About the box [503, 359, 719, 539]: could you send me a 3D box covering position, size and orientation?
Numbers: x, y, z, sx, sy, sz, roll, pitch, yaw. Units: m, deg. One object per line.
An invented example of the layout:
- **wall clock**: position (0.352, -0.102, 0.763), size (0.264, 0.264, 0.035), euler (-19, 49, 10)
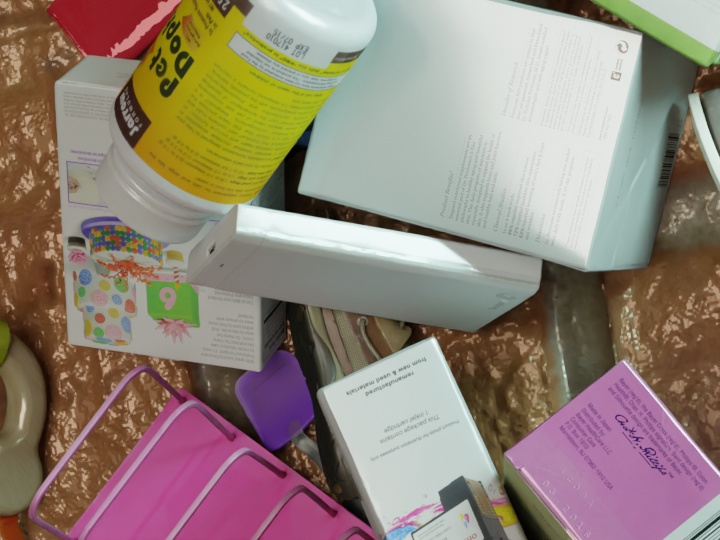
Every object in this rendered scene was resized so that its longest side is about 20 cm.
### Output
- **box**: position (0.178, 0.171, 1.522), size (0.097, 0.200, 0.176), euler (-37, 75, -8)

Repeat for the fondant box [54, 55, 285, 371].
- **fondant box**: position (-0.128, -0.039, 1.683), size (0.144, 0.058, 0.200), euler (7, 115, 15)

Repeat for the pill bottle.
- **pill bottle**: position (-0.084, -0.112, 1.540), size (0.109, 0.109, 0.200), euler (47, 120, 15)

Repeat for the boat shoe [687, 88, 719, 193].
- **boat shoe**: position (0.271, -0.031, 1.564), size (0.059, 0.072, 0.200), euler (-27, 84, 14)

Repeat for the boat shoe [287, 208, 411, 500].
- **boat shoe**: position (-0.003, 0.056, 1.679), size (0.074, 0.076, 0.200), euler (-10, 76, -11)

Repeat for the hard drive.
- **hard drive**: position (0.000, 0.000, 1.587), size (0.200, 0.132, 0.026), euler (10, 74, -15)

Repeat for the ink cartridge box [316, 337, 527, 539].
- **ink cartridge box**: position (0.049, 0.152, 1.545), size (0.084, 0.145, 0.200), euler (-24, 85, -3)

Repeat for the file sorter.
- **file sorter**: position (-0.100, 0.175, 1.641), size (0.200, 0.125, 0.139), euler (35, 83, 19)

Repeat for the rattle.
- **rattle**: position (-0.299, 0.131, 1.795), size (0.143, 0.130, 0.200), euler (-3, 116, 32)

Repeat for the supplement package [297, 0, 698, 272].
- **supplement package**: position (0.092, -0.097, 1.591), size (0.200, 0.151, 0.152), euler (16, 97, 21)

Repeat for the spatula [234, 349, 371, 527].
- **spatula**: position (-0.018, 0.143, 1.704), size (0.057, 0.021, 0.200), euler (-42, 77, 22)

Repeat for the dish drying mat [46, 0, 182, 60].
- **dish drying mat**: position (-0.133, -0.226, 1.752), size (0.200, 0.018, 0.077), euler (-43, 76, 16)

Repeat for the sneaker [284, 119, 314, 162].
- **sneaker**: position (-0.107, -0.084, 1.717), size (0.200, 0.066, 0.079), euler (-15, 88, 21)

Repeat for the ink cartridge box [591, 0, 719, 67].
- **ink cartridge box**: position (0.205, -0.244, 1.480), size (0.148, 0.076, 0.200), euler (33, 109, 16)
